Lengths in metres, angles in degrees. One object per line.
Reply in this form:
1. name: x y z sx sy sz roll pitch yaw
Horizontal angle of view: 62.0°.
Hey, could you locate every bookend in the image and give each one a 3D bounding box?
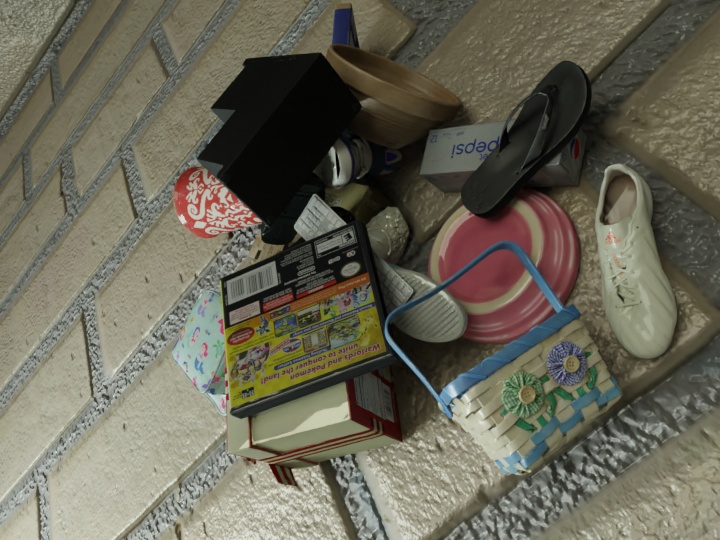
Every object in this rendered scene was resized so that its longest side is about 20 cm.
1. bookend: -0.135 -0.178 0.789 0.198 0.092 0.200 20 71 50

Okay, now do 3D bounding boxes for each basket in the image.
1. basket: 0.146 0.084 0.603 0.176 0.139 0.200 -34 67 -12

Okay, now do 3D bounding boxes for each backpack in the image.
1. backpack: -0.183 0.105 0.925 0.177 0.150 0.201 33 90 46

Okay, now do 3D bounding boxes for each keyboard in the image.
1. keyboard: -0.013 -0.018 0.747 0.200 0.011 0.056 45 118 29

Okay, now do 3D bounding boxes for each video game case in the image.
1. video game case: -0.068 0.053 0.692 0.199 0.026 0.182 -22 56 14

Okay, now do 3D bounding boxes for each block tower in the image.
1. block tower: -0.106 -0.014 0.965 0.200 0.054 0.058 23 88 45

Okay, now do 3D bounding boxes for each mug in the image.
1. mug: -0.217 -0.155 1.077 0.199 0.133 0.179 -5 70 37

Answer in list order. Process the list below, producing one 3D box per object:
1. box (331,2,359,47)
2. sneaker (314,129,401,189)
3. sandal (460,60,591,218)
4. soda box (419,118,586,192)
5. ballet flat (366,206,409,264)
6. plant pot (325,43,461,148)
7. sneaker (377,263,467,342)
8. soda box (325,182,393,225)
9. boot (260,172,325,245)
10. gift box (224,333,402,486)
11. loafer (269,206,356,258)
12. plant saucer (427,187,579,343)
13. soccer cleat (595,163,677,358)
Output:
1. box: -0.024 -0.314 0.981 0.032 0.121 0.201 -2 68 7
2. sneaker: 0.001 -0.169 0.869 0.200 0.146 0.081 -146 49 -67
3. sandal: 0.187 -0.147 0.679 0.201 0.043 0.076 -55 47 10
4. soda box: 0.176 -0.145 0.763 0.199 0.063 0.069 3 75 42
5. ballet flat: 0.000 0.000 0.852 0.200 0.072 0.072 -55 46 13
6. plant pot: 0.033 -0.238 0.854 0.201 0.200 0.093 52 127 42
7. sneaker: 0.060 0.028 0.749 0.199 0.082 0.074 27 109 37
8. soda box: -0.046 -0.106 0.945 0.199 0.064 0.068 21 86 45
9. boot: -0.110 -0.145 0.879 0.198 0.073 0.163 136 134 -60
10. gift box: -0.063 0.160 0.767 0.186 0.200 0.185 -18 55 17
11. loafer: -0.077 0.000 0.820 0.073 0.071 0.200 41 67 11
12. plant saucer: 0.160 -0.014 0.730 0.200 0.051 0.202 -18 60 35
13. soccer cleat: 0.271 -0.012 0.610 0.069 0.077 0.201 -14 63 37
